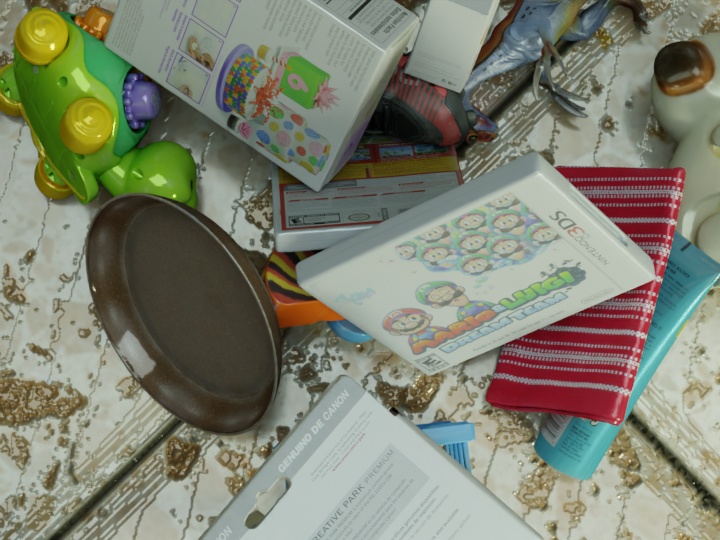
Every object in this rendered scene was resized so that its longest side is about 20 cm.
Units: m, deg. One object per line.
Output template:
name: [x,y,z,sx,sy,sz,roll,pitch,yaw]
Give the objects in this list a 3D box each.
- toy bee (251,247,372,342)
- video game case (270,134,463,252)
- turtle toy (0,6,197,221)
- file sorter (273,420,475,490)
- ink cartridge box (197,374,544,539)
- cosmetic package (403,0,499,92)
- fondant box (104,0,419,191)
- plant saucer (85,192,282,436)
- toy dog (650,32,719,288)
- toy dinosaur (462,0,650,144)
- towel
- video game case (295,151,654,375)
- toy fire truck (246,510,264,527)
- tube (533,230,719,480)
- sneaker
toy bee: [0.000,0.000,1.522,0.131,0.200,0.109,-35,54,30]
video game case: [0.004,-0.070,1.488,0.142,0.200,0.018,-4,118,-1]
turtle toy: [-0.199,-0.117,1.518,0.101,0.146,0.201,-26,84,-25]
file sorter: [0.013,0.177,1.444,0.138,0.200,0.123,-6,86,-2]
ink cartridge box: [-0.009,0.193,1.302,0.175,0.084,0.200,42,88,-1]
cosmetic package: [0.090,-0.232,1.507,0.050,0.083,0.201,19,49,2]
fondant box: [-0.075,-0.172,1.428,0.200,0.145,0.058,35,44,7]
plant saucer: [-0.126,0.029,1.480,0.032,0.200,0.201,-32,83,-38]
toy dog: [0.282,-0.083,1.529,0.193,0.139,0.201,-8,83,35]
toy dinosaur: [0.137,-0.183,1.564,0.181,0.105,0.201,-23,50,-1]
towel: [0.169,0.015,1.505,0.022,0.144,0.201,22,80,-38]
video game case: [0.084,0.001,1.421,0.199,0.182,0.024,-25,55,24]
toy fire truck: [-0.116,0.289,1.476,0.176,0.129,0.200,41,94,4]
tube: [0.198,0.062,1.496,0.077,0.050,0.201,39,111,34]
sneaker: [-0.009,-0.132,1.517,0.200,0.071,0.098,27,59,23]
